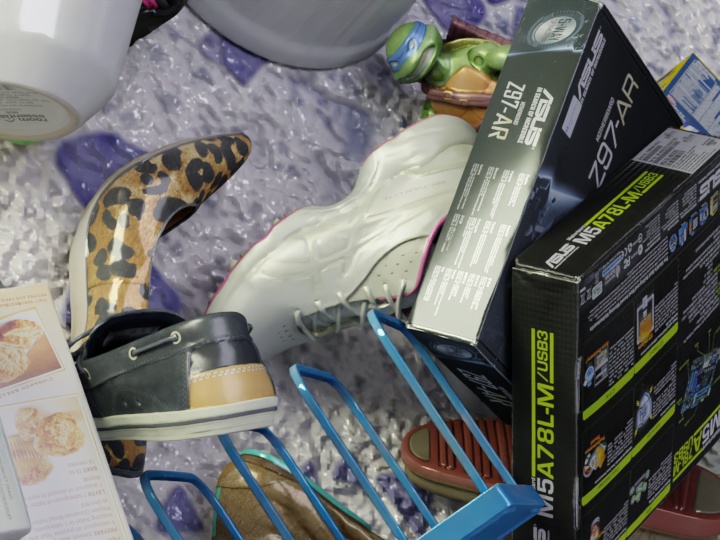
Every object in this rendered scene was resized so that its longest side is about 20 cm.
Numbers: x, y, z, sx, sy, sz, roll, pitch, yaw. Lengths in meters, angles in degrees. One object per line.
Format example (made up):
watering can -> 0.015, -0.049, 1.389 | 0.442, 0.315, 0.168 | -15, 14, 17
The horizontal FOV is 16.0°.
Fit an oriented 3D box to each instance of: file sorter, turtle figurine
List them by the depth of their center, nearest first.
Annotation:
file sorter -> -0.029, 0.126, 1.294 | 0.123, 0.200, 0.139 | 55, 6, 11
turtle figurine -> 0.101, -0.068, 1.554 | 0.194, 0.200, 0.144 | 30, 86, -23

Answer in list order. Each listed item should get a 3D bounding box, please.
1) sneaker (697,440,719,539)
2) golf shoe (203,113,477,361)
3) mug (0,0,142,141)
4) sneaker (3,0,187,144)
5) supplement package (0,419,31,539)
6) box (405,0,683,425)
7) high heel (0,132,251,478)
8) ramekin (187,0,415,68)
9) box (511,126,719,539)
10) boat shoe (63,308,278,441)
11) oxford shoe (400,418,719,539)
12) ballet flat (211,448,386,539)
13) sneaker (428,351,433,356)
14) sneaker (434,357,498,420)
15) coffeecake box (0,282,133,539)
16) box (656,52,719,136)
sneaker -> 0.254, 0.118, 1.602 | 0.201, 0.069, 0.100 | -70, 155, -16
golf shoe -> 0.000, 0.000, 1.425 | 0.092, 0.200, 0.075 | 51, 0, 30
mug -> -0.187, -0.149, 1.364 | 0.149, 0.186, 0.154 | 16, 68, -28
sneaker -> -0.154, -0.147, 1.453 | 0.077, 0.084, 0.200 | 43, 52, -6
supplement package -> -0.257, 0.088, 1.175 | 0.111, 0.200, 0.156 | -6, 69, -37
box -> 0.104, -0.028, 1.390 | 0.160, 0.043, 0.201 | 45, 63, -58
high heel -> -0.107, 0.017, 1.399 | 0.200, 0.071, 0.143 | -35, 81, -25
ramekin -> -0.029, -0.235, 1.582 | 0.200, 0.098, 0.201 | 17, 56, -27
box -> 0.145, 0.047, 1.403 | 0.047, 0.194, 0.200 | 15, 32, 27
boat shoe -> -0.107, 0.050, 1.244 | 0.074, 0.200, 0.063 | -9, 91, -33
oxford shoe -> 0.115, 0.141, 1.496 | 0.199, 0.075, 0.071 | 15, 34, -5
ballet flat -> 0.002, 0.171, 1.408 | 0.200, 0.068, 0.073 | 29, 72, -18
sneaker -> 0.116, -0.023, 1.498 | 0.199, 0.080, 0.071 | -28, 41, -14
sneaker -> 0.145, 0.034, 1.543 | 0.199, 0.114, 0.076 | -4, 67, -36
coffeecake box -> -0.180, 0.130, 1.236 | 0.073, 0.153, 0.201 | -9, 70, -37
box -> 0.255, -0.042, 1.691 | 0.200, 0.070, 0.064 | 46, 50, -5
